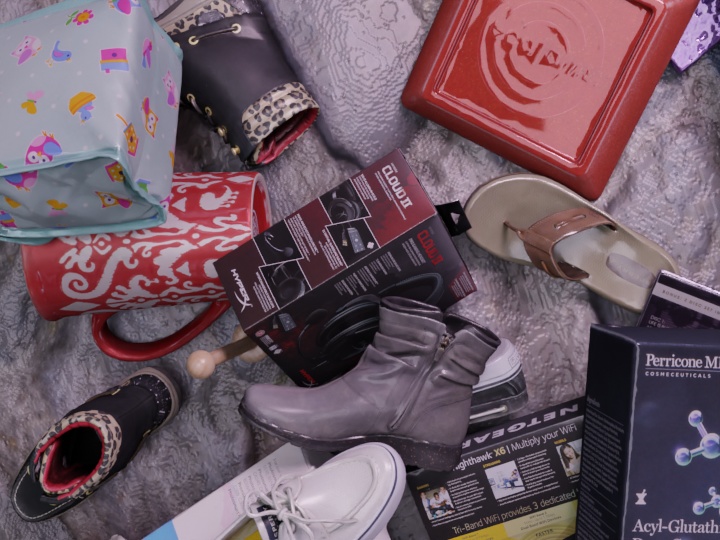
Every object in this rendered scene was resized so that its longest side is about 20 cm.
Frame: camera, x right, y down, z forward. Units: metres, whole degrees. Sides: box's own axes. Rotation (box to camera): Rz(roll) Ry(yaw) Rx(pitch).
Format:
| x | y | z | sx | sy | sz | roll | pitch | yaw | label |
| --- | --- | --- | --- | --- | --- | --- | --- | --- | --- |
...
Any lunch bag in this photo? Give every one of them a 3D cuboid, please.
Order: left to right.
| x | y | z | sx | sy | sz | roll | pitch | yaw | label |
| --- | --- | --- | --- | --- | --- | --- | --- | --- | --- |
| -0.254 | -0.118 | 0.992 | 0.197 | 0.122 | 0.172 | -9 | 62 | 16 | lunch bag |

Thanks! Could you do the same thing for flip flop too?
| x | y | z | sx | sy | sz | roll | pitch | yaw | label |
| --- | --- | --- | --- | --- | --- | --- | --- | --- | --- |
| 0.182 | -0.020 | 1.044 | 0.198 | 0.058 | 0.082 | 28 | 103 | 2 | flip flop |

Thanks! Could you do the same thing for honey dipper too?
| x | y | z | sx | sy | sz | roll | pitch | yaw | label |
| --- | --- | --- | --- | --- | --- | --- | --- | --- | --- |
| -0.107 | 0.069 | 1.034 | 0.037 | 0.200 | 0.039 | 1 | 95 | 10 | honey dipper |

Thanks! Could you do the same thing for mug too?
| x | y | z | sx | sy | sz | roll | pitch | yaw | label |
| --- | --- | --- | --- | --- | --- | --- | --- | --- | --- |
| -0.179 | -0.016 | 1.099 | 0.197 | 0.178 | 0.135 | -4 | 57 | 6 | mug |

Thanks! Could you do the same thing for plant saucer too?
| x | y | z | sx | sy | sz | roll | pitch | yaw | label |
| --- | --- | --- | --- | --- | --- | --- | --- | --- | --- |
| 0.154 | -0.186 | 1.033 | 0.198 | 0.037 | 0.202 | 27 | 109 | 7 | plant saucer |

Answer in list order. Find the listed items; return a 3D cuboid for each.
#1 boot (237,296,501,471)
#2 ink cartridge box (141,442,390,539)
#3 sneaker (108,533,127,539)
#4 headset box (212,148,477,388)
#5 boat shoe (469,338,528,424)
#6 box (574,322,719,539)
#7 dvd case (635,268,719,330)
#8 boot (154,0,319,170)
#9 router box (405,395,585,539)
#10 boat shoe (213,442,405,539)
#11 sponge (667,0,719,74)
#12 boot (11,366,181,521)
| x | y | z | sx | sy | sz | roll | pitch | yaw | label |
| --- | --- | --- | --- | --- | --- | --- | --- | --- | --- |
| 0.006 | 0.080 | 1.001 | 0.197 | 0.070 | 0.133 | 10 | 107 | -13 | boot |
| -0.063 | 0.247 | 1.055 | 0.199 | 0.128 | 0.126 | -34 | 58 | 12 | ink cartridge box |
| -0.248 | 0.291 | 1.088 | 0.199 | 0.084 | 0.078 | -28 | 88 | 51 | sneaker |
| 0.000 | 0.000 | 1.020 | 0.198 | 0.149 | 0.078 | -30 | 59 | 3 | headset box |
| 0.052 | 0.123 | 1.074 | 0.198 | 0.072 | 0.072 | -17 | 106 | 19 | boat shoe |
| 0.257 | 0.150 | 0.957 | 0.146 | 0.107 | 0.203 | 2 | 94 | -9 | box |
| 0.288 | 0.117 | 1.045 | 0.147 | 0.016 | 0.202 | 21 | 108 | 8 | dvd case |
| -0.147 | -0.147 | 1.078 | 0.203 | 0.073 | 0.155 | -35 | 75 | 7 | boot |
| 0.156 | 0.208 | 1.058 | 0.198 | 0.052 | 0.159 | -20 | 99 | 13 | router box |
| -0.060 | 0.196 | 0.947 | 0.201 | 0.086 | 0.075 | -34 | 58 | 10 | boat shoe |
| 0.248 | -0.278 | 1.032 | 0.111 | 0.030 | 0.200 | -41 | 86 | 11 | sponge |
| -0.262 | 0.170 | 1.082 | 0.203 | 0.154 | 0.074 | -39 | 90 | 15 | boot |
